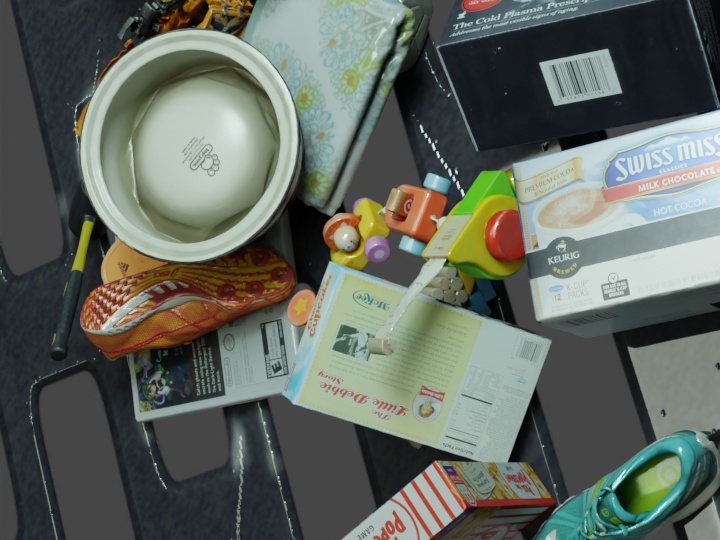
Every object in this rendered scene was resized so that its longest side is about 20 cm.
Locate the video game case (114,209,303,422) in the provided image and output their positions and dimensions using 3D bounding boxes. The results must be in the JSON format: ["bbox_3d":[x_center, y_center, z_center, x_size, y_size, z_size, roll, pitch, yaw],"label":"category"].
[{"bbox_3d":[-0.140,0.028,1.511,0.181,0.023,0.201,-13,79,24],"label":"video game case"}]

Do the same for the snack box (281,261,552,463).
[{"bbox_3d":[0.047,0.079,1.330,0.117,0.199,0.037,-69,21,3],"label":"snack box"}]

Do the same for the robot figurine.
[{"bbox_3d":[-0.172,-0.191,1.495,0.058,0.145,0.200,46,113,17],"label":"robot figurine"}]

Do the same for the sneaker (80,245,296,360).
[{"bbox_3d":[-0.152,0.028,1.474,0.199,0.077,0.073,-13,57,10],"label":"sneaker"}]

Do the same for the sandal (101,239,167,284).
[{"bbox_3d":[-0.175,-0.042,1.480,0.207,0.059,0.079,-41,68,23],"label":"sandal"}]

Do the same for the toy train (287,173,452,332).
[{"bbox_3d":[0.000,0.000,1.387,0.150,0.055,0.201,30,98,62],"label":"toy train"}]

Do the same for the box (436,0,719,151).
[{"bbox_3d":[0.183,-0.200,1.283,0.199,0.182,0.104,-9,124,24],"label":"box"}]

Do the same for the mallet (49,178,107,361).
[{"bbox_3d":[-0.264,0.004,1.512,0.041,0.066,0.201,15,56,-12],"label":"mallet"}]

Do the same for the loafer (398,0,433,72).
[{"bbox_3d":[0.039,-0.278,1.438,0.063,0.072,0.201,21,96,34],"label":"loafer"}]

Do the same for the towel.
[{"bbox_3d":[-0.043,-0.171,1.445,0.171,0.048,0.201,38,113,38],"label":"towel"}]

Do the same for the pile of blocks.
[{"bbox_3d":[0.065,0.051,1.396,0.201,0.082,0.062,-68,21,-6],"label":"pile of blocks"}]

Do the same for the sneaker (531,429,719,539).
[{"bbox_3d":[0.197,0.195,1.293,0.200,0.080,0.078,-46,67,15],"label":"sneaker"}]

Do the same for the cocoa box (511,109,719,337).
[{"bbox_3d":[0.238,-0.035,1.270,0.199,0.133,0.132,-14,77,24],"label":"cocoa box"}]

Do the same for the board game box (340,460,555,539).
[{"bbox_3d":[0.055,0.213,1.293,0.151,0.200,0.046,-42,69,16],"label":"board game box"}]

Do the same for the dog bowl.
[{"bbox_3d":[-0.137,-0.103,1.403,0.199,0.074,0.201,-1,85,15],"label":"dog bowl"}]

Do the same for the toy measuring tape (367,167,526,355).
[{"bbox_3d":[0.083,0.002,1.293,0.073,0.074,0.200,25,68,26],"label":"toy measuring tape"}]
